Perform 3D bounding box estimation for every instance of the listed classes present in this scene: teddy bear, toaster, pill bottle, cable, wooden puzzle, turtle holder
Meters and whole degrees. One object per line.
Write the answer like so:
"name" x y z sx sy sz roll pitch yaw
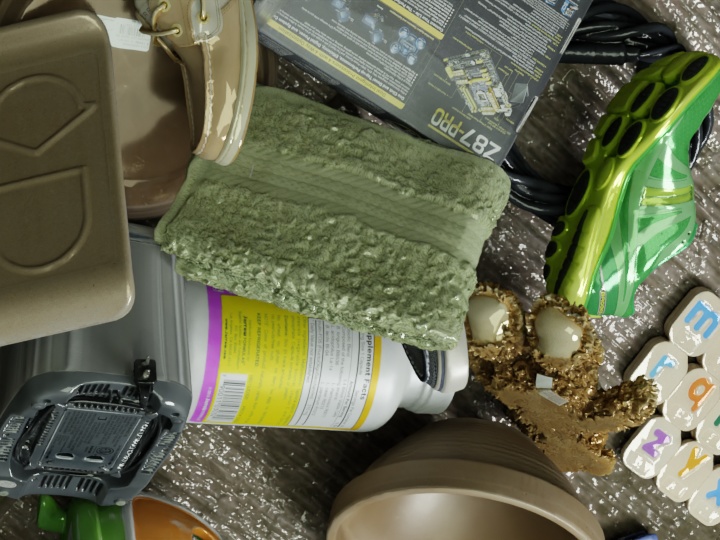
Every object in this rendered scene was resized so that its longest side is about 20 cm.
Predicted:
"teddy bear" 0.136 0.069 1.117 0.200 0.144 0.067 47 50 -37
"toaster" -0.171 0.055 0.991 0.113 0.130 0.200 7 147 -20
"pill bottle" -0.037 0.056 1.077 0.198 0.104 0.105 5 107 -19
"cable" 0.164 -0.109 1.110 0.199 0.051 0.164 31 97 -24
"wooden puzzle" -0.228 -0.045 0.945 0.184 0.202 0.046 -13 157 5
"turtle holder" -0.158 0.241 1.084 0.131 0.141 0.187 0 108 -17

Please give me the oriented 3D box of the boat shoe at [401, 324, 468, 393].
"boat shoe" 0.000 0.000 1.030 0.092 0.201 0.075 -11 145 -14

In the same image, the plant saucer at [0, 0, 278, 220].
"plant saucer" -0.148 -0.125 1.020 0.198 0.029 0.202 -5 110 -14

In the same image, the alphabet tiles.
"alphabet tiles" 0.301 0.101 1.247 0.199 0.015 0.196 36 96 -25

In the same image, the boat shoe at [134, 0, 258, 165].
"boat shoe" -0.105 -0.164 0.958 0.069 0.074 0.202 1 80 -23

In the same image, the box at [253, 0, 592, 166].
"box" 0.040 -0.178 1.023 0.199 0.049 0.162 30 85 -18

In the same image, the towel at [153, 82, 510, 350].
"towel" -0.015 -0.036 0.980 0.198 0.037 0.149 19 61 3

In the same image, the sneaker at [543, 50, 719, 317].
"sneaker" 0.196 -0.058 1.081 0.083 0.074 0.201 18 108 -24

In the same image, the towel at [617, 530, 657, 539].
"towel" 0.153 0.293 1.269 0.198 0.024 0.146 -12 113 -11

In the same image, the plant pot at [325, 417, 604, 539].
"plant pot" 0.079 0.170 1.137 0.199 0.093 0.202 7 144 5
